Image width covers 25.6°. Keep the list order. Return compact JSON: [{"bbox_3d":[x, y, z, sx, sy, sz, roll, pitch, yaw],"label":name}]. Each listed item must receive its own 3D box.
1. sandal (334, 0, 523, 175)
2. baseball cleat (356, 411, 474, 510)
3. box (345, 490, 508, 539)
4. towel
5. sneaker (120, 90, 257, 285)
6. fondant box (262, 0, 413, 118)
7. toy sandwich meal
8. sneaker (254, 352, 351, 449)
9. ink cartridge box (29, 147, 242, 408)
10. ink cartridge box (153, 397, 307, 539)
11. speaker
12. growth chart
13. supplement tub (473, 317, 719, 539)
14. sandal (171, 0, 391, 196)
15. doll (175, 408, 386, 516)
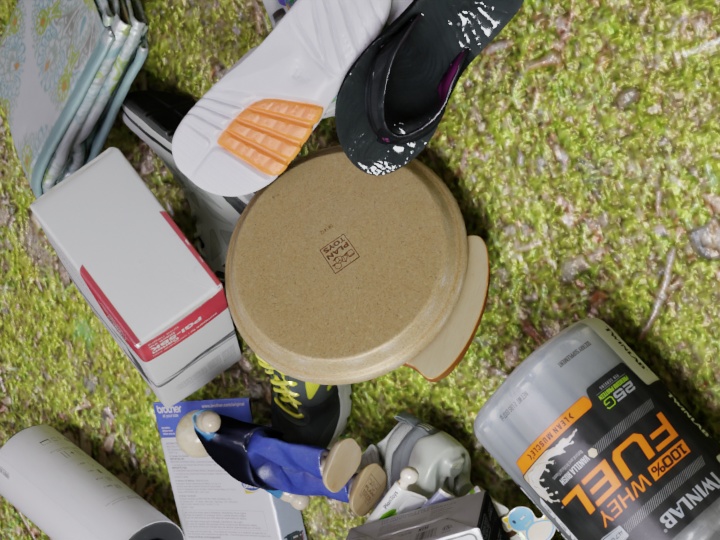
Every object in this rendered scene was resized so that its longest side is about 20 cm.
[{"bbox_3d":[0.039,-0.137,1.076,0.075,0.048,0.201,27,127,-11],"label":"sandal"},{"bbox_3d":[0.039,0.207,1.251,0.106,0.070,0.201,32,119,45],"label":"baseball cleat"},{"bbox_3d":[0.073,0.273,1.161,0.116,0.060,0.200,-20,104,17],"label":"box"},{"bbox_3d":[-0.245,-0.180,1.327,0.200,0.048,0.171,-54,45,34],"label":"towel"},{"bbox_3d":[-0.133,-0.056,1.289,0.200,0.076,0.116,37,120,21],"label":"sneaker"},{"bbox_3d":[-0.007,-0.230,1.156,0.144,0.058,0.200,-23,88,39],"label":"fondant box"},{"bbox_3d":[0.000,0.000,1.166,0.205,0.070,0.206,-6,69,15],"label":"toy sandwich meal"},{"bbox_3d":[-0.055,0.069,1.259,0.074,0.085,0.201,20,114,32],"label":"sneaker"},{"bbox_3d":[-0.173,0.012,1.263,0.147,0.083,0.200,51,169,15],"label":"ink cartridge box"},{"bbox_3d":[-0.107,0.202,1.366,0.119,0.042,0.201,-7,101,39],"label":"ink cartridge box"},{"bbox_3d":[-0.247,0.216,1.429,0.200,0.081,0.081,28,119,40],"label":"speaker"},{"bbox_3d":[0.088,0.227,1.184,0.200,0.018,0.145,29,113,0],"label":"growth chart"},{"bbox_3d":[0.183,0.140,1.075,0.200,0.122,0.123,47,126,16],"label":"supplement tub"},{"bbox_3d":[-0.049,-0.137,1.148,0.079,0.059,0.207,43,106,-5],"label":"sandal"},{"bbox_3d":[-0.074,0.149,1.252,0.200,0.049,0.137,9,151,41],"label":"doll"}]
